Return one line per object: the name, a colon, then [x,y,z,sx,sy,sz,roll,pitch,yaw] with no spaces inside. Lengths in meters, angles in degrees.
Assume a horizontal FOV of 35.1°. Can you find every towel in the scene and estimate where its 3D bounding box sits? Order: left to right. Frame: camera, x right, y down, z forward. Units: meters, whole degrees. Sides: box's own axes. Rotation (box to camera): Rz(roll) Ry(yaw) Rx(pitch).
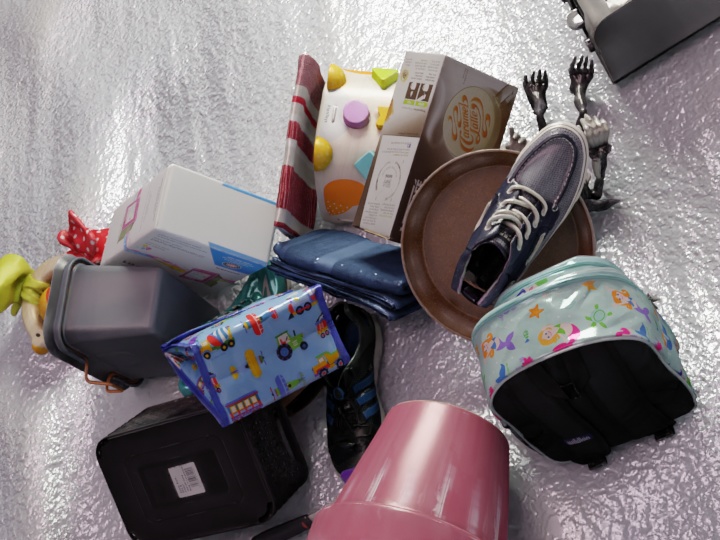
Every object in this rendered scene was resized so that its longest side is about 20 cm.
towel: [-0.065,-0.138,1.342,0.023,0.144,0.202,7,84,10]
towel: [0.000,0.000,1.280,0.199,0.111,0.049,16,116,40]

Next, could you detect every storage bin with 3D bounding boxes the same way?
storage bin: [-0.266,0.071,1.369,0.133,0.200,0.147,-3,67,22]
storage bin: [-0.175,0.213,1.259,0.199,0.094,0.136,-17,98,27]

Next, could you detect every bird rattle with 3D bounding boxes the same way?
bird rattle: [-0.404,0.025,1.560,0.199,0.113,0.164,-23,68,7]

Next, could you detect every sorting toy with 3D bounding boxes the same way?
sorting toy: [0.046,-0.164,1.344,0.179,0.107,0.202,3,69,14]

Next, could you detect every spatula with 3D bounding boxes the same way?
spatula: [-0.041,0.256,1.217,0.199,0.057,0.021,-31,24,20]

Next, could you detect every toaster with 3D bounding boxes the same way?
toaster: [0.304,-0.330,1.219,0.199,0.119,0.182,-31,56,18]

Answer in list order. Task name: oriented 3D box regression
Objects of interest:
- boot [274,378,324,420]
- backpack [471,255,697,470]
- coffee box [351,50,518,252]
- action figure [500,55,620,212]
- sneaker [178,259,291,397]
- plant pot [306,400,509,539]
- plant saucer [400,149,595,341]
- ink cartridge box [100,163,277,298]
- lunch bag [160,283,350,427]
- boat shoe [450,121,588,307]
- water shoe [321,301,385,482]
boot: [-0.121,0.150,1.311,0.200,0.074,0.076,-40,60,8]
backpack: [0.198,0.079,1.046,0.177,0.200,0.151,-26,57,22]
coffee box: [0.081,-0.123,1.235,0.080,0.114,0.201,21,94,55]
action figure: [0.208,-0.127,1.200,0.118,0.102,0.201,-8,63,18]
sneaker: [-0.147,0.075,1.353,0.077,0.080,0.201,22,81,38]
plant pot: [0.062,0.233,1.084,0.199,0.200,0.180,-2,52,32]
plant saucer: [0.141,-0.025,1.167,0.199,0.034,0.202,2,100,14]
ink cartridge box: [-0.207,-0.040,1.357,0.200,0.144,0.085,-22,54,58]
lunch bag: [-0.124,0.078,1.228,0.150,0.095,0.200,-25,13,-19]
boat shoe: [0.155,-0.049,1.092,0.074,0.093,0.201,28,104,10]
water shoe: [-0.019,0.133,1.241,0.071,0.079,0.201,-16,61,27]
